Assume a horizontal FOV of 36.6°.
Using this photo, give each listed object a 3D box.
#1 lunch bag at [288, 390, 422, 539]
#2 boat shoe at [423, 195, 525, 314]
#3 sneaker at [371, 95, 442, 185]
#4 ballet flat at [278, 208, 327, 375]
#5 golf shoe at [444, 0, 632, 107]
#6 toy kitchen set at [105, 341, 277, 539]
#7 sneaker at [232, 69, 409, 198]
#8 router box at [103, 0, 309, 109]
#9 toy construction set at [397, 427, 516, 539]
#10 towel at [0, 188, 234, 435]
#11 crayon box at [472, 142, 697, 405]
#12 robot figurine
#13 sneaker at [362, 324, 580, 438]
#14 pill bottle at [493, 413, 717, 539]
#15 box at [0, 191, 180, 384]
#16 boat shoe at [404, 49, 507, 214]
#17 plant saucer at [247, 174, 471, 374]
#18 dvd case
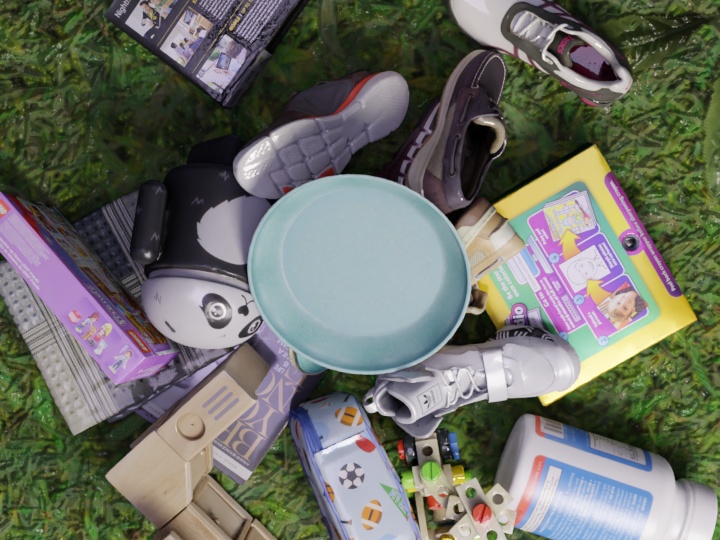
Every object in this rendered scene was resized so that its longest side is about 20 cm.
[{"bbox_3d":[-0.007,0.218,1.057,0.076,0.160,0.200,-20,89,-12],"label":"lunch bag"},{"bbox_3d":[0.084,0.017,1.027,0.076,0.072,0.200,40,141,1],"label":"boat shoe"},{"bbox_3d":[0.014,-0.089,1.065,0.115,0.076,0.200,18,79,25],"label":"sneaker"},{"bbox_3d":[-0.054,0.006,1.043,0.067,0.062,0.200,-4,116,-16],"label":"ballet flat"},{"bbox_3d":[0.173,-0.228,1.033,0.200,0.088,0.077,29,99,0],"label":"golf shoe"},{"bbox_3d":[-0.123,0.220,1.039,0.180,0.163,0.200,-42,96,18],"label":"toy kitchen set"},{"bbox_3d":[-0.047,-0.133,1.030,0.200,0.082,0.077,-31,131,-29],"label":"sneaker"},{"bbox_3d":[-0.129,-0.281,1.055,0.149,0.051,0.200,37,97,0],"label":"router box"},{"bbox_3d":[0.082,0.223,1.048,0.092,0.200,0.131,-5,73,-10],"label":"toy construction set"},{"bbox_3d":[-0.252,0.043,1.104,0.193,0.035,0.200,-28,86,3],"label":"towel"},{"bbox_3d":[0.202,0.004,1.072,0.173,0.058,0.200,-30,95,8],"label":"crayon box"},{"bbox_3d":[-0.136,-0.025,1.033,0.150,0.125,0.200,11,74,-4],"label":"robot figurine"},{"bbox_3d":[0.100,0.108,1.026,0.200,0.115,0.075,-1,113,30],"label":"sneaker"},{"bbox_3d":[0.239,0.222,1.069,0.200,0.112,0.112,19,97,1],"label":"pill bottle"},{"bbox_3d":[-0.261,0.017,1.020,0.039,0.137,0.200,-42,86,1],"label":"box"},{"bbox_3d":[0.105,-0.128,1.011,0.065,0.200,0.072,1,140,36],"label":"boat shoe"},{"bbox_3d":[0.000,0.000,0.974,0.200,0.036,0.200,3,118,6],"label":"plant saucer"},{"bbox_3d":[-0.124,0.101,1.118,0.149,0.016,0.200,36,97,-2],"label":"dvd case"}]
